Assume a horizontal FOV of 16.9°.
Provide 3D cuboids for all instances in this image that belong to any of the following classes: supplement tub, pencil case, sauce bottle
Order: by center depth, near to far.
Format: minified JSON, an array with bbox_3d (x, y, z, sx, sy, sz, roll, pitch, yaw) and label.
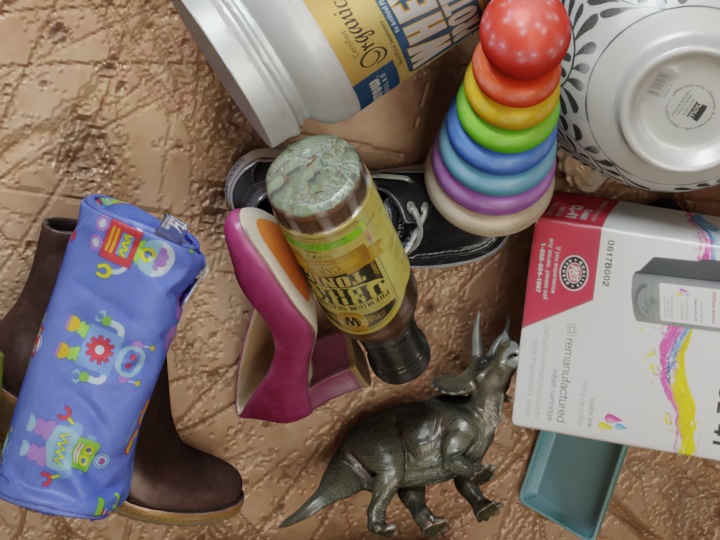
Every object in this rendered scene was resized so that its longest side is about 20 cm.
[{"bbox_3d":[-0.004,-0.179,1.452,0.199,0.145,0.145,-35,118,-4],"label":"supplement tub"},{"bbox_3d":[-0.156,0.055,1.469,0.086,0.078,0.201,19,95,-5],"label":"pencil case"},{"bbox_3d":[0.000,0.000,1.499,0.064,0.065,0.200,-33,139,-4],"label":"sauce bottle"}]

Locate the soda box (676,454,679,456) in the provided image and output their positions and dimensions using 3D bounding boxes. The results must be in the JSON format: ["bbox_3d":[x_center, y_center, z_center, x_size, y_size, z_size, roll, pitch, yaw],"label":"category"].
[{"bbox_3d":[0.291,0.058,1.700,0.199,0.068,0.064,-20,117,-12],"label":"soda box"}]

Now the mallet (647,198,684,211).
[{"bbox_3d":[0.267,-0.038,1.604,0.066,0.199,0.041,40,49,-26],"label":"mallet"}]

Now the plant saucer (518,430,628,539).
[{"bbox_3d":[0.167,0.083,1.671,0.019,0.070,0.201,-3,115,-50],"label":"plant saucer"}]

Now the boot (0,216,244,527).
[{"bbox_3d":[-0.140,0.067,1.544,0.199,0.072,0.167,18,106,-22],"label":"boot"}]

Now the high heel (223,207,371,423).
[{"bbox_3d":[-0.069,0.032,1.534,0.095,0.068,0.200,-19,147,12],"label":"high heel"}]

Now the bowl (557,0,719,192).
[{"bbox_3d":[0.199,-0.121,1.503,0.199,0.094,0.202,-1,121,-2],"label":"bowl"}]

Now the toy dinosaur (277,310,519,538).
[{"bbox_3d":[0.036,0.124,1.632,0.199,0.103,0.077,-29,143,6],"label":"toy dinosaur"}]

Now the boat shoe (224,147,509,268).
[{"bbox_3d":[0.013,-0.034,1.561,0.199,0.068,0.072,11,107,-23],"label":"boat shoe"}]

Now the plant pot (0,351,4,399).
[{"bbox_3d":[-0.297,0.123,1.467,0.186,0.187,0.201,26,87,-27],"label":"plant pot"}]

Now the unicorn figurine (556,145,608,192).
[{"bbox_3d":[0.218,-0.107,1.613,0.198,0.074,0.138,-15,117,4],"label":"unicorn figurine"}]

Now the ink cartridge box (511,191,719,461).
[{"bbox_3d":[0.207,0.040,1.582,0.198,0.086,0.149,9,104,15],"label":"ink cartridge box"}]

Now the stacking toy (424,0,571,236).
[{"bbox_3d":[0.087,-0.104,1.473,0.085,0.086,0.200,-17,153,-13],"label":"stacking toy"}]
